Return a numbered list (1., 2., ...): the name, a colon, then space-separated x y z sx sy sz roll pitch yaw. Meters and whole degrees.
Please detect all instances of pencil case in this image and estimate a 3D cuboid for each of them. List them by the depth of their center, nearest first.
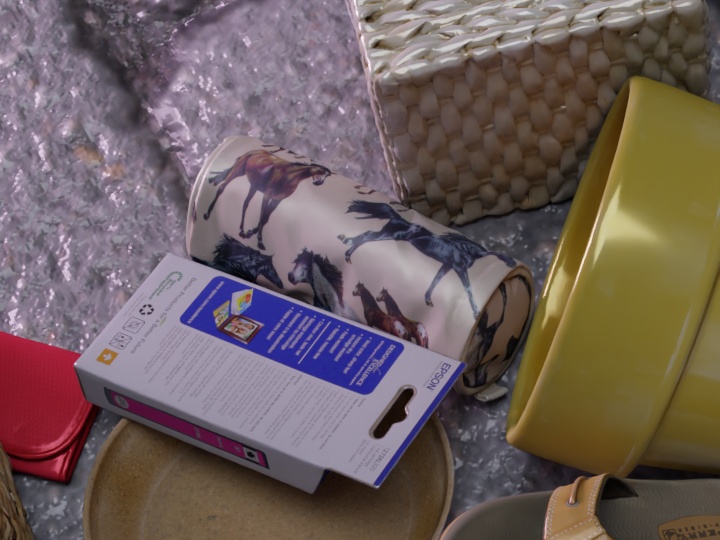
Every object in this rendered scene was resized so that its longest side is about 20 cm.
1. pencil case: 0.000 0.000 1.314 0.199 0.090 0.078 26 40 19

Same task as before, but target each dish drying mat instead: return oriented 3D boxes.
1. dish drying mat: -0.244 0.061 1.350 0.199 0.018 0.077 14 65 15

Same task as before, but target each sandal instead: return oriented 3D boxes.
1. sandal: 0.121 0.130 1.132 0.199 0.054 0.081 -8 60 -23

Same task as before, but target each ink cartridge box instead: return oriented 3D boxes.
1. ink cartridge box: -0.048 0.059 1.271 0.199 0.037 0.095 18 52 29

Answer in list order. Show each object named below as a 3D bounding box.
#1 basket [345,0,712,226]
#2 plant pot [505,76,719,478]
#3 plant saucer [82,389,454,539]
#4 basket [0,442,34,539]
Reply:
1. basket: 0.091 -0.148 1.310 0.197 0.200 0.162 -13 63 2
2. plant pot: 0.193 0.024 1.218 0.188 0.201 0.202 19 65 -1
3. plant saucer: -0.047 0.126 1.257 0.199 0.036 0.201 -5 47 5
4. basket: -0.277 0.090 1.253 0.142 0.149 0.201 -24 69 1
